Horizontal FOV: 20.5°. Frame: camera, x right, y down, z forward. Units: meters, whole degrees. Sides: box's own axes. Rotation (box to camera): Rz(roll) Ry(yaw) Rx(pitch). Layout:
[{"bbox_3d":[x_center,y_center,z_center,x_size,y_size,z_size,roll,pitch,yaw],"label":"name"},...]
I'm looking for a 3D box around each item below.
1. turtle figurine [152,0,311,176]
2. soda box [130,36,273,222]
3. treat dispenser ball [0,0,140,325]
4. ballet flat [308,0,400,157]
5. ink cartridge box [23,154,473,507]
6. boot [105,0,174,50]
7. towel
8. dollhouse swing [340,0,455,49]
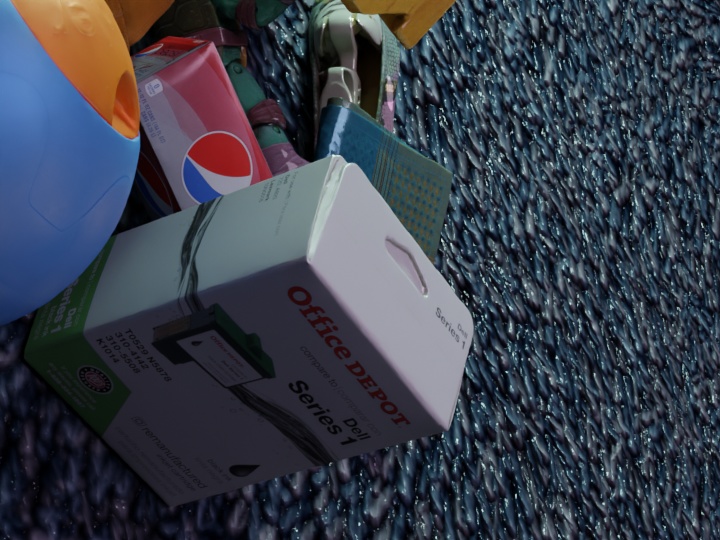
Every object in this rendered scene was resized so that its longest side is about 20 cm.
[{"bbox_3d":[-0.086,-0.142,1.264,0.100,0.150,0.201,-11,87,-28],"label":"turtle figurine"},{"bbox_3d":[-0.086,-0.037,1.192,0.063,0.070,0.201,-32,112,-20],"label":"soda box"},{"bbox_3d":[-0.202,-0.069,0.925,0.201,0.200,0.202,37,43,-44],"label":"treat dispenser ball"},{"bbox_3d":[-0.009,-0.137,1.429,0.071,0.069,0.201,56,29,-62],"label":"ballet flat"},{"bbox_3d":[-0.060,0.038,1.099,0.146,0.199,0.085,50,37,-31],"label":"ink cartridge box"},{"bbox_3d":[-0.188,-0.155,1.127,0.071,0.201,0.144,45,-25,30],"label":"boot"},{"bbox_3d":[0.000,0.000,1.359,0.146,0.022,0.201,32,65,-48],"label":"towel"},{"bbox_3d":[-0.019,-0.271,1.255,0.182,0.176,0.200,-48,120,-16],"label":"dollhouse swing"}]
